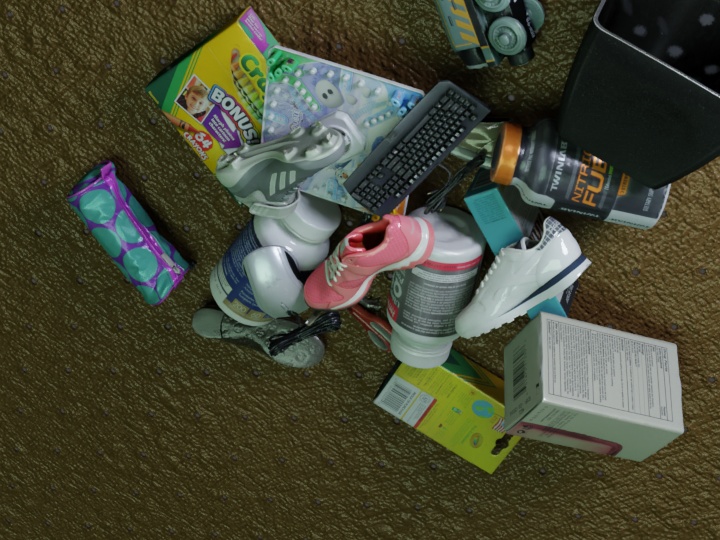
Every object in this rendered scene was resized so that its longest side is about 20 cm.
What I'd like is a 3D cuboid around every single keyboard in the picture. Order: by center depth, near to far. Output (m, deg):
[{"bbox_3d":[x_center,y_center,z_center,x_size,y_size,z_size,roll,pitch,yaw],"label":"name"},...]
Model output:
[{"bbox_3d":[0.082,-0.129,1.538,0.127,0.021,0.200,27,126,-27],"label":"keyboard"}]

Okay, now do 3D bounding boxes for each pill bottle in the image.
[{"bbox_3d":[0.253,-0.118,1.514,0.198,0.107,0.107,11,127,-2],"label":"pill bottle"},{"bbox_3d":[0.093,0.026,1.691,0.110,0.111,0.201,16,126,10],"label":"pill bottle"},{"bbox_3d":[-0.110,-0.025,1.734,0.111,0.111,0.200,37,127,-6],"label":"pill bottle"}]

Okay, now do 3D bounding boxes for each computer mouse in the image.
[{"bbox_3d":[-0.099,0.042,1.693,0.109,0.044,0.200,-18,141,9],"label":"computer mouse"}]

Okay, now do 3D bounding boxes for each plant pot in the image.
[{"bbox_3d":[0.321,-0.213,1.407,0.199,0.201,0.178,30,141,-1],"label":"plant pot"}]

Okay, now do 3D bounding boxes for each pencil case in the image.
[{"bbox_3d":[-0.321,-0.053,1.812,0.092,0.085,0.200,-16,117,46],"label":"pencil case"}]

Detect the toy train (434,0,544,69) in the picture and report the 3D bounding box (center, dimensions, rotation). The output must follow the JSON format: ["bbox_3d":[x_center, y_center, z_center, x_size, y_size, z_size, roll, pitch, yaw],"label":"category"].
[{"bbox_3d":[0.130,-0.320,1.470,0.113,0.085,0.201,-4,123,37],"label":"toy train"}]

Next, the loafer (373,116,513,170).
[{"bbox_3d":[0.099,-0.185,1.581,0.199,0.075,0.070,19,114,5],"label":"loafer"}]

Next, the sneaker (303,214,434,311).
[{"bbox_3d":[-0.008,-0.019,1.602,0.199,0.074,0.087,-32,146,29],"label":"sneaker"}]

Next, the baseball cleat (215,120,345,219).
[{"bbox_3d":[-0.083,-0.119,1.585,0.199,0.070,0.107,-4,133,40],"label":"baseball cleat"}]

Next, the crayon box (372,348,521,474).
[{"bbox_3d":[0.133,0.186,1.821,0.199,0.051,0.127,33,128,-1],"label":"crayon box"}]

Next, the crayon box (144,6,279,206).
[{"bbox_3d":[-0.147,-0.205,1.660,0.172,0.058,0.200,-28,110,33],"label":"crayon box"}]

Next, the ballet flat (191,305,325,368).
[{"bbox_3d":[-0.145,0.091,1.873,0.198,0.046,0.068,13,95,6],"label":"ballet flat"}]

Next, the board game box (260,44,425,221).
[{"bbox_3d":[-0.030,-0.157,1.582,0.199,0.026,0.201,19,134,10],"label":"board game box"}]

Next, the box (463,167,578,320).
[{"bbox_3d":[0.203,-0.035,1.627,0.049,0.082,0.201,-18,114,31],"label":"box"}]

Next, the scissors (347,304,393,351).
[{"bbox_3d":[-0.014,0.043,1.789,0.200,0.014,0.073,46,159,-9],"label":"scissors"}]

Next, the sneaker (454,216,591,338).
[{"bbox_3d":[0.184,0.012,1.578,0.200,0.076,0.081,-36,93,31],"label":"sneaker"}]

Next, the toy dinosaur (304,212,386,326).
[{"bbox_3d":[0.000,0.000,1.709,0.088,0.201,0.047,36,169,-37],"label":"toy dinosaur"}]

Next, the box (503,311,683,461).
[{"bbox_3d":[0.290,0.148,1.636,0.199,0.129,0.109,14,147,-16],"label":"box"}]
